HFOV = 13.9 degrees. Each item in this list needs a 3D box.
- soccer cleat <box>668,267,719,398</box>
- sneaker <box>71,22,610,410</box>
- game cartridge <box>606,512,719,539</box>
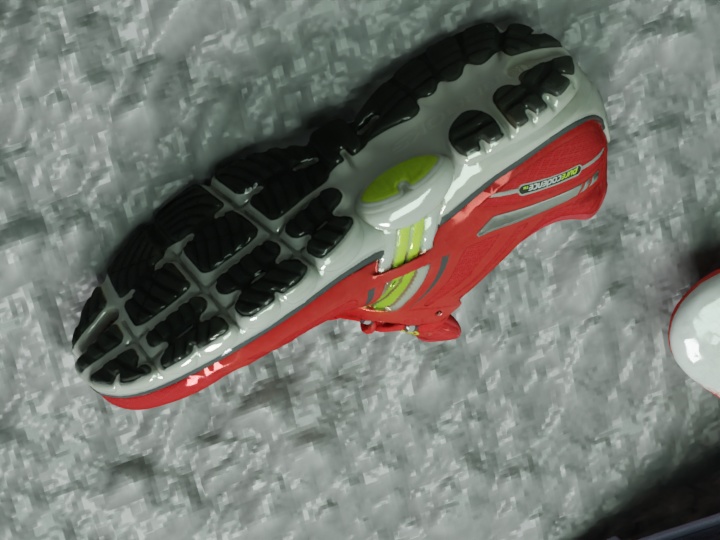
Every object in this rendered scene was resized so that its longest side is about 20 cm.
[{"bbox_3d":[0.205,0.045,1.094,0.200,0.085,0.069,19,111,-29],"label":"soccer cleat"},{"bbox_3d":[0.000,0.000,0.998,0.200,0.077,0.085,-29,130,-2],"label":"sneaker"},{"bbox_3d":[0.181,0.128,1.115,0.200,0.038,0.130,-21,135,29],"label":"game cartridge"}]
